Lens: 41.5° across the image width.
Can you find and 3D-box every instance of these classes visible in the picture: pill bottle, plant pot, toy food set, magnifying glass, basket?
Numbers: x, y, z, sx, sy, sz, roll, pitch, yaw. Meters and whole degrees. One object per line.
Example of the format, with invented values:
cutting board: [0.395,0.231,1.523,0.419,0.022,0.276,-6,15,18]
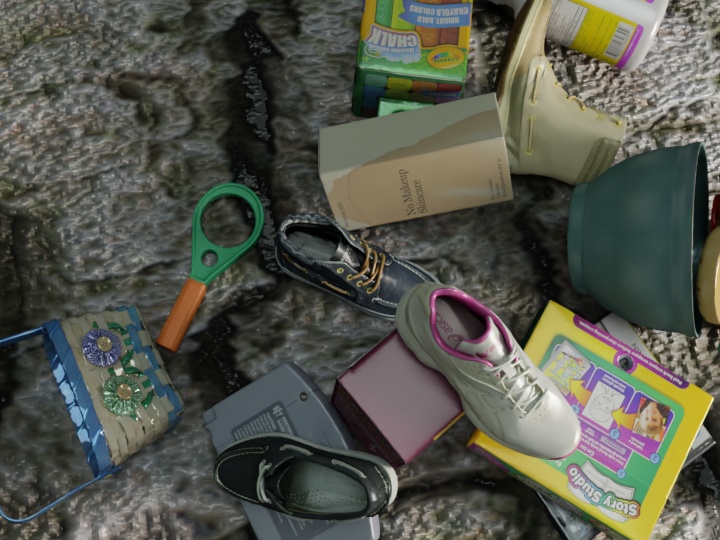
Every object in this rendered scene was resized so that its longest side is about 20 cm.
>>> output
pill bottle: [0.252,-0.319,1.118,0.197,0.104,0.106,23,75,2]
plant pot: [0.297,-0.034,1.017,0.132,0.200,0.204,2,73,25]
toy food set: [0.397,-0.014,1.012,0.048,0.198,0.203,3,63,26]
magnifying glass: [-0.171,-0.005,1.053,0.079,0.022,0.202,24,73,2]
basket: [-0.291,0.129,0.946,0.198,0.139,0.178,-26,79,-20]

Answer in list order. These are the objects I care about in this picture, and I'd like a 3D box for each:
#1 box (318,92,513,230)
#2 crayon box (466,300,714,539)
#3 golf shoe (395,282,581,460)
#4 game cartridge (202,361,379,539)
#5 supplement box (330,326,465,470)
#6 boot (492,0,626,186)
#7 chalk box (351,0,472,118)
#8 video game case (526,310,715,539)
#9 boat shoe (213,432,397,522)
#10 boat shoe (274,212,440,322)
box: [0.059,-0.115,1.025,0.197,0.096,0.079,-11,47,10]
crayon box: [0.238,0.159,0.990,0.198,0.058,0.174,31,77,5]
golf shoe: [0.112,0.087,0.804,0.199,0.092,0.075,41,76,1]
game cartridge: [-0.066,0.205,0.974,0.132,0.040,0.202,-31,78,14]
supplement box: [0.050,0.117,0.941,0.130,0.200,0.104,-38,81,-11]
boot: [0.230,-0.199,1.080,0.153,0.073,0.203,13,98,-1]
chalk box: [0.056,-0.244,1.075,0.123,0.124,0.203,6,75,-2]
video game case: [0.255,0.168,1.031,0.199,0.026,0.182,-33,80,-11]
boat shoe: [-0.064,0.200,0.916,0.197,0.060,0.077,-4,91,24]
boat shoe: [0.000,0.000,1.024,0.197,0.091,0.072,18,75,1]
